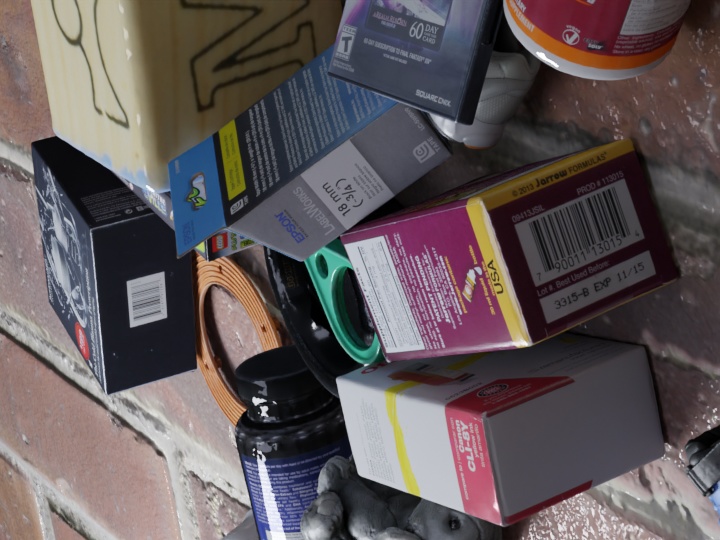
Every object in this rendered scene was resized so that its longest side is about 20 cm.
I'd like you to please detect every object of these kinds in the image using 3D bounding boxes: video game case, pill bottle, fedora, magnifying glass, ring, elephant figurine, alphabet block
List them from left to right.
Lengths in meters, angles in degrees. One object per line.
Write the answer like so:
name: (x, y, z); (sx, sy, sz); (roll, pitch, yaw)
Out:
alphabet block: (-0.140, -0.203, 1.528); (0.195, 0.195, 0.202); (29, 132, 49)
ring: (-0.117, 0.073, 1.861); (0.200, 0.019, 0.202); (39, 139, 43)
pill bottle: (-0.050, 0.174, 1.708); (0.112, 0.111, 0.202); (15, 122, 57)
magnifying glass: (-0.029, -0.010, 1.441); (0.201, 0.022, 0.080); (55, 147, 36)
fedora: (0.000, 0.000, 1.520); (0.200, 0.091, 0.202); (41, 140, 48)
elephant figurine: (0.057, 0.219, 1.546); (0.199, 0.142, 0.156); (9, 146, 42)
video game case: (0.050, -0.210, 1.268); (0.142, 0.019, 0.202); (25, 104, 48)
pill bottle: (0.152, -0.214, 1.084); (0.110, 0.109, 0.201); (52, 148, 30)

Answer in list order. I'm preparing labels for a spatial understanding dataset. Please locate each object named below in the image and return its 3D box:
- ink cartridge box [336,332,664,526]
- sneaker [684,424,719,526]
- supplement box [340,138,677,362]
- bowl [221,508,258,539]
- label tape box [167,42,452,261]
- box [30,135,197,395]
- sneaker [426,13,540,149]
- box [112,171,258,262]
ink cartridge box: (0.094, 0.102, 1.362); (0.199, 0.144, 0.084); (8, 115, 59)
sneaker: (0.245, 0.153, 1.195); (0.111, 0.076, 0.201); (46, 141, 27)
supplement box: (0.096, -0.010, 1.301); (0.200, 0.130, 0.104); (-11, 101, 63)
bowl: (-0.102, 0.348, 1.944); (0.201, 0.090, 0.203); (39, 139, 44)
label tape box: (-0.040, -0.080, 1.385); (0.063, 0.199, 0.145); (48, -166, -29)
box: (-0.247, -0.014, 1.924); (0.182, 0.103, 0.202); (-131, 33, -49)
sneaker: (0.065, -0.186, 1.322); (0.092, 0.075, 0.201); (-47, 62, 37)
box: (-0.140, -0.085, 1.698); (0.200, 0.109, 0.035); (41, 142, 43)
